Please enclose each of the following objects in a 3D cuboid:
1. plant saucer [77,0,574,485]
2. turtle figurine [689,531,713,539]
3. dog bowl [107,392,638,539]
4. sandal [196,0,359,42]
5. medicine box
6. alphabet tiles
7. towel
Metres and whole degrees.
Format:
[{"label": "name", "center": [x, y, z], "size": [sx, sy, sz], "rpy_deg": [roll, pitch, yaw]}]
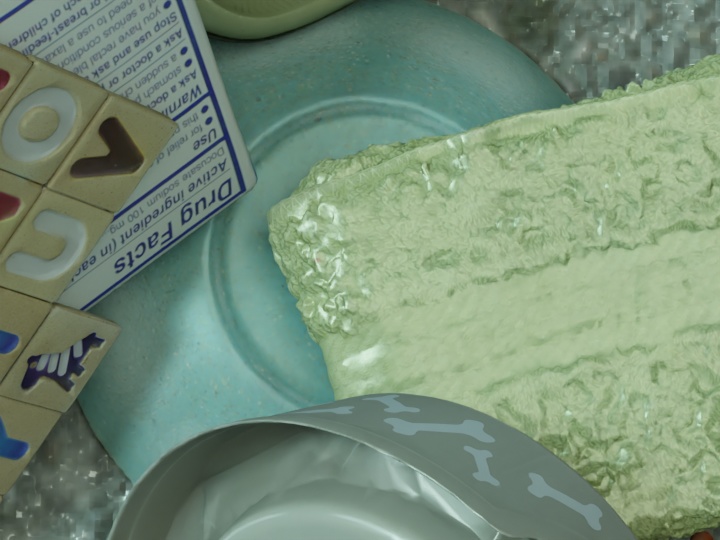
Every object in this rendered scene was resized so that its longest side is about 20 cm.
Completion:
[{"label": "plant saucer", "center": [0.000, 0.000, 0.910], "size": [0.201, 0.039, 0.201], "rpy_deg": [2, 80, -10]}, {"label": "turtle figurine", "center": [0.206, 0.103, 0.882], "size": [0.200, 0.064, 0.161], "rpy_deg": [-27, 66, -38]}, {"label": "dog bowl", "center": [0.014, 0.127, 0.820], "size": [0.059, 0.200, 0.200], "rpy_deg": [-29, 86, -48]}, {"label": "sandal", "center": [0.020, -0.137, 0.920], "size": [0.201, 0.057, 0.080], "rpy_deg": [-35, 88, -28]}, {"label": "medicine box", "center": [-0.147, -0.057, 0.799], "size": [0.182, 0.200, 0.103], "rpy_deg": [-37, 55, -15]}, {"label": "alphabet tiles", "center": [-0.138, 0.025, 0.793], "size": [0.008, 0.167, 0.200], "rpy_deg": [43, 103, 34]}, {"label": "towel", "center": [0.082, 0.015, 0.872], "size": [0.200, 0.036, 0.149], "rpy_deg": [-16, 85, -3]}]
